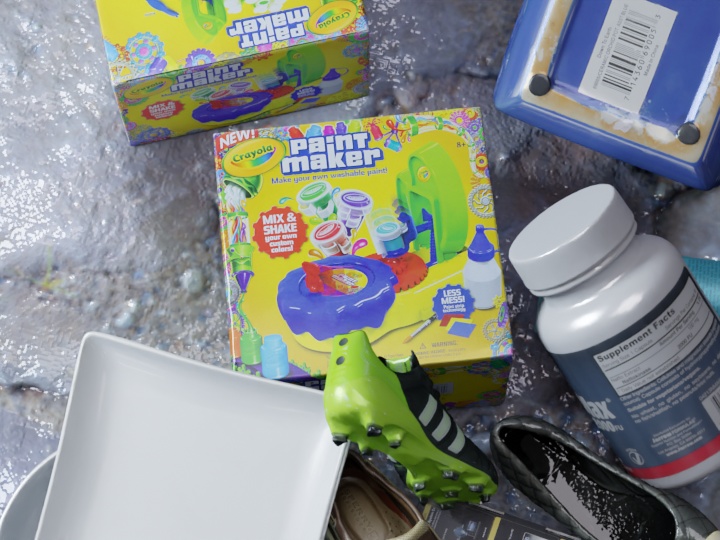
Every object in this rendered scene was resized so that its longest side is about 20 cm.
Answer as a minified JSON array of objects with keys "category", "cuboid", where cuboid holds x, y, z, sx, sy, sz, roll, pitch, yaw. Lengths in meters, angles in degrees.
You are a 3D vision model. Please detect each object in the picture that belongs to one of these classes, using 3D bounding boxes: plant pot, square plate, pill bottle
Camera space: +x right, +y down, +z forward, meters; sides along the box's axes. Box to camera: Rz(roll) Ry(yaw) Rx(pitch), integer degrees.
[{"category":"plant pot","cuboid":[0.210,-0.174,1.495,0.198,0.180,0.202,22,103,7]},{"category":"square plate","cuboid":[-0.118,0.161,1.405,0.198,0.028,0.200,14,92,5]},{"category":"pill bottle","cuboid":[0.195,0.045,1.447,0.119,0.119,0.201,-38,106,-12]}]

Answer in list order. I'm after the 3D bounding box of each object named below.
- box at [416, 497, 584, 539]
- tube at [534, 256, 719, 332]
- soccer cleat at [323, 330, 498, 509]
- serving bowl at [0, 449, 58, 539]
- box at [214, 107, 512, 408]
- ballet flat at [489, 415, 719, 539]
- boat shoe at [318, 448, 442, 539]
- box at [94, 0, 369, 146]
[{"category":"box","cuboid":[0.087,0.268,1.425,0.160,0.049,0.201,18,57,6]},{"category":"tube","cuboid":[0.234,0.018,1.539,0.198,0.050,0.078,5,67,7]},{"category":"soccer cleat","cuboid":[0.040,0.105,1.394,0.067,0.200,0.082,-13,59,27]},{"category":"serving bowl","cuboid":[-0.163,0.219,1.461,0.198,0.066,0.202,0,71,1]},{"category":"box","cuboid":[0.000,0.000,1.498,0.198,0.122,0.194,-6,70,-2]},{"category":"ballet flat","cuboid":[0.173,0.168,1.428,0.199,0.057,0.067,30,91,21]},{"category":"boat shoe","cuboid":[0.029,0.205,1.392,0.074,0.075,0.202,-33,61,-20]},{"category":"box","cuboid":[-0.109,-0.226,1.584,0.198,0.122,0.194,-12,71,-4]}]
